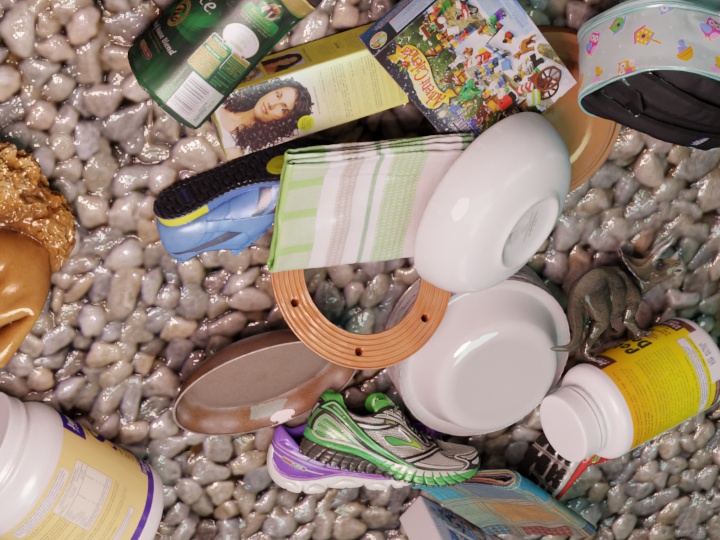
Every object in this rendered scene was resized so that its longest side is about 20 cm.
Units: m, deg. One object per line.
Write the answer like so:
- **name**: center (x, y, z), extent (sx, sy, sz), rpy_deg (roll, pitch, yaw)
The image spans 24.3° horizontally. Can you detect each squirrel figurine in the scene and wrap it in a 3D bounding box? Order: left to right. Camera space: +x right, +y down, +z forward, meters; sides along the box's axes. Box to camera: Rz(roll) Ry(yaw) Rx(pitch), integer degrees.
- **squirrel figurine**: center (-0.371, -0.035, 1.546), extent (0.186, 0.141, 0.200), rpy_deg (38, 89, -23)

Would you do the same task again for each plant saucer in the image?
- **plant saucer**: center (-0.102, 0.112, 1.732), extent (0.199, 0.032, 0.201), rpy_deg (-16, 153, -9)
- **plant saucer**: center (0.181, -0.152, 1.715), extent (0.199, 0.032, 0.201), rpy_deg (-9, 123, -14)

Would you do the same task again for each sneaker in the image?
- **sneaker**: center (-0.104, -0.067, 1.646), extent (0.199, 0.066, 0.079), rpy_deg (-22, 128, -3)
- **sneaker**: center (-0.003, 0.192, 1.829), extent (0.199, 0.081, 0.084), rpy_deg (-6, 120, -17)
- **sneaker**: center (0.039, 0.179, 1.774), extent (0.199, 0.078, 0.086), rpy_deg (15, 89, -18)
- **sneaker**: center (0.261, 0.212, 1.942), extent (0.085, 0.077, 0.200), rpy_deg (27, 109, -36)

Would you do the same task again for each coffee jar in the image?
- **coffee jar**: center (-0.116, -0.230, 1.515), extent (0.200, 0.104, 0.085), rpy_deg (-44, 123, 9)

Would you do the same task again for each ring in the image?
- **ring**: center (0.000, 0.000, 1.686), extent (0.199, 0.019, 0.202), rpy_deg (3, 81, -22)

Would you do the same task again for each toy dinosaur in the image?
- **toy dinosaur**: center (0.261, 0.034, 1.813), extent (0.199, 0.077, 0.103), rpy_deg (-20, 106, -30)

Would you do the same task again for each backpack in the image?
- **backpack**: center (0.311, -0.207, 1.632), extent (0.199, 0.176, 0.154), rpy_deg (3, 80, -28)

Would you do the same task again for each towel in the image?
- **towel**: center (0.013, -0.061, 1.621), extent (0.199, 0.031, 0.150), rpy_deg (-8, 132, -21)
- **towel**: center (0.161, 0.267, 1.892), extent (0.146, 0.022, 0.200), rpy_deg (-4, 153, 34)

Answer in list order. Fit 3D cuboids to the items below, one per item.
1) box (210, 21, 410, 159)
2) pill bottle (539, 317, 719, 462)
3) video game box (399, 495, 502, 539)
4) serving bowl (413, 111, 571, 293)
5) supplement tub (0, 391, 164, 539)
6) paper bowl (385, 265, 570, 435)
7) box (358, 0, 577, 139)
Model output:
- **box**: center (-0.047, -0.176, 1.607), extent (0.199, 0.050, 0.076), rpy_deg (-20, 126, -8)
- **pill bottle**: center (0.297, 0.135, 1.832), extent (0.199, 0.109, 0.110), rpy_deg (-24, 127, -27)
- **video game box**: center (0.147, 0.367, 1.918), extent (0.182, 0.200, 0.047), rpy_deg (35, 106, -32)
- **serving bowl**: center (0.143, -0.054, 1.645), extent (0.200, 0.066, 0.201), rpy_deg (-36, 149, -26)
- **supplement tub**: center (-0.315, 0.222, 1.695), extent (0.145, 0.146, 0.200), rpy_deg (-46, 124, 11)
- **paper bowl**: center (0.132, 0.091, 1.803), extent (0.199, 0.104, 0.202), rpy_deg (-10, 122, -16)
- **box**: center (0.106, -0.201, 1.595), extent (0.136, 0.038, 0.200), rpy_deg (-41, 135, 6)
